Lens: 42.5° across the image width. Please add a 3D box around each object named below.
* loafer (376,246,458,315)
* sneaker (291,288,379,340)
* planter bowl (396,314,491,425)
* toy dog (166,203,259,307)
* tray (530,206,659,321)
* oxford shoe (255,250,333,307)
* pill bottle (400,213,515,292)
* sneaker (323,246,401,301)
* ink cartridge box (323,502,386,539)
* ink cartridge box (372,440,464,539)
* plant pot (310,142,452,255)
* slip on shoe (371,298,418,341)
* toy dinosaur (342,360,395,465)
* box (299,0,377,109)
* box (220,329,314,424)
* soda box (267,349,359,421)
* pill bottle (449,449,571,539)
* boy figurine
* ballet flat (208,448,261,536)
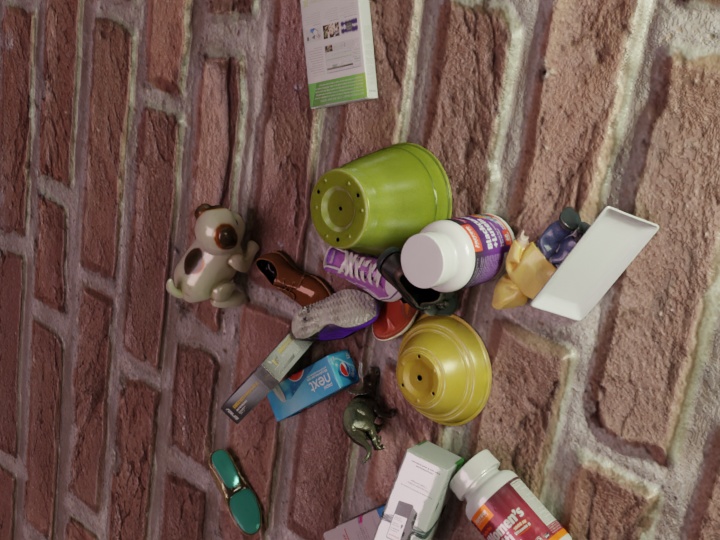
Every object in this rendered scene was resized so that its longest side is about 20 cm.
[{"bbox_3d":[0.102,0.034,1.519,0.072,0.199,0.063,-49,41,7],"label":"loafer"},{"bbox_3d":[-0.027,0.086,1.702,0.198,0.099,0.071,-15,68,39],"label":"sneaker"},{"bbox_3d":[0.122,0.178,1.599,0.198,0.083,0.205,8,102,40],"label":"planter bowl"},{"bbox_3d":[-0.299,-0.042,1.857,0.140,0.191,0.202,53,133,35],"label":"toy dog"},{"bbox_3d":[0.344,-0.011,1.379,0.201,0.106,0.022,-57,31,31],"label":"tray"},{"bbox_3d":[-0.129,0.033,1.798,0.199,0.071,0.072,34,116,29],"label":"oxford shoe"},{"bbox_3d":[0.153,-0.027,1.462,0.110,0.198,0.114,8,103,38],"label":"pill bottle"},{"bbox_3d":[0.000,0.001,1.610,0.199,0.113,0.074,11,82,59],"label":"sneaker"},{"bbox_3d":[0.032,0.509,1.739,0.199,0.067,0.117,-33,76,38],"label":"ink cartridge box"},{"bbox_3d":[0.094,0.406,1.578,0.082,0.146,0.203,22,94,17],"label":"ink cartridge box"},{"bbox_3d":[0.021,-0.111,1.566,0.198,0.191,0.205,8,103,39],"label":"plant pot"},{"bbox_3d":[0.076,0.049,1.623,0.200,0.061,0.075,-49,53,32],"label":"slip on shoe"},{"bbox_3d":[0.002,0.274,1.685,0.101,0.202,0.077,31,136,-11],"label":"toy dinosaur"},{"bbox_3d":[-0.040,-0.403,1.673,0.143,0.036,0.204,-1,95,40],"label":"box"},{"bbox_3d":[-0.167,0.186,1.769,0.048,0.200,0.159,42,126,-1],"label":"box"},{"bbox_3d":[-0.096,0.226,1.804,0.199,0.064,0.069,-32,77,38],"label":"soda box"},{"bbox_3d":[0.242,0.401,1.516,0.200,0.109,0.110,47,123,24],"label":"pill bottle"},{"bbox_3d":[0.282,-0.001,1.446,0.124,0.064,0.201,40,126,2],"label":"boy figurine"},{"bbox_3d":[-0.272,0.483,2.007,0.202,0.070,0.065,63,156,16],"label":"ballet flat"}]
